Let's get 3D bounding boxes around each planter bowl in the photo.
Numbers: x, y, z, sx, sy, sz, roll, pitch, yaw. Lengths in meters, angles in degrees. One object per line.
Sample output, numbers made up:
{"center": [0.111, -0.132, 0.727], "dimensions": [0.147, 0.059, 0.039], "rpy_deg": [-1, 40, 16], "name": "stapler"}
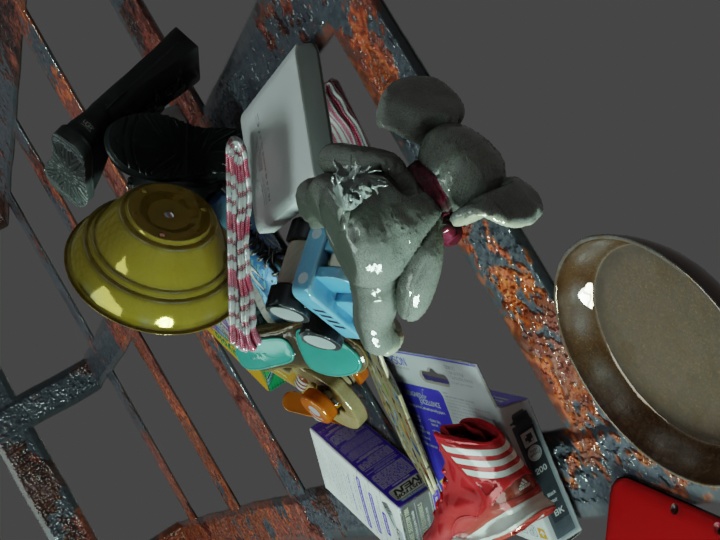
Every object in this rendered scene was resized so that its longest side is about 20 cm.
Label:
{"center": [-0.210, -0.034, 1.224], "dimensions": [0.201, 0.199, 0.084], "rpy_deg": [48, 136, 27], "name": "planter bowl"}

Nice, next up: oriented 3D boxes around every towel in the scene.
{"center": [-0.034, -0.101, 1.155], "dimensions": [0.147, 0.030, 0.200], "rpy_deg": [63, 158, -4], "name": "towel"}
{"center": [-0.117, -0.031, 1.134], "dimensions": [0.146, 0.030, 0.203], "rpy_deg": [-132, 41, -80], "name": "towel"}

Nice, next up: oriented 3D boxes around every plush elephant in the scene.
{"center": [0.047, -0.056, 0.905], "dimensions": [0.166, 0.154, 0.200], "rpy_deg": [63, 167, 18], "name": "plush elephant"}

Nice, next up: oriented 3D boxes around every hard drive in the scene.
{"center": [-0.074, -0.124, 1.130], "dimensions": [0.200, 0.026, 0.133], "rpy_deg": [151, 111, -66], "name": "hard drive"}

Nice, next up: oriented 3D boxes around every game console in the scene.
{"center": [0.295, 0.279, 0.929], "dimensions": [0.172, 0.119, 0.199], "rpy_deg": [36, 170, -30], "name": "game console"}

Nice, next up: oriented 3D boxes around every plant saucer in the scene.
{"center": [0.217, 0.059, 0.812], "dimensions": [0.200, 0.034, 0.201], "rpy_deg": [47, 153, 32], "name": "plant saucer"}

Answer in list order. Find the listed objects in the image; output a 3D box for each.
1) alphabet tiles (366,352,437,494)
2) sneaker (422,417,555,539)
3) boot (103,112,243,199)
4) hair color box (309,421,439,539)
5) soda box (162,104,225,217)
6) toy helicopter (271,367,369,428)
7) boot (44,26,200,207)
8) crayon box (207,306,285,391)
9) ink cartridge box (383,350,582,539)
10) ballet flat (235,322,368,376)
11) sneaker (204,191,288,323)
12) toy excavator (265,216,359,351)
{"center": [0.036, 0.144, 1.256], "dimensions": [0.167, 0.006, 0.201], "rpy_deg": [-127, 14, -60], "name": "alphabet tiles"}
{"center": [0.101, 0.202, 1.086], "dimensions": [0.200, 0.078, 0.116], "rpy_deg": [-42, 71, 53], "name": "sneaker"}
{"center": [-0.223, -0.121, 1.323], "dimensions": [0.162, 0.196, 0.074], "rpy_deg": [-18, 75, 55], "name": "boot"}
{"center": [0.022, 0.267, 1.426], "dimensions": [0.200, 0.064, 0.110], "rpy_deg": [36, 146, 48], "name": "hair color box"}
{"center": [-0.223, -0.109, 1.495], "dimensions": [0.201, 0.063, 0.068], "rpy_deg": [60, 157, 0], "name": "soda box"}
{"center": [-0.070, 0.136, 1.417], "dimensions": [0.199, 0.079, 0.133], "rpy_deg": [27, 155, 32], "name": "toy helicopter"}
{"center": [-0.276, -0.178, 1.347], "dimensions": [0.066, 0.200, 0.165], "rpy_deg": [41, 153, -3], "name": "boot"}
{"center": [-0.165, 0.060, 1.579], "dimensions": [0.200, 0.058, 0.120], "rpy_deg": [38, 148, 42], "name": "crayon box"}
{"center": [0.113, 0.162, 1.136], "dimensions": [0.198, 0.043, 0.202], "rpy_deg": [4, 121, 63], "name": "ink cartridge box"}
{"center": [-0.057, 0.082, 1.322], "dimensions": [0.199, 0.072, 0.068], "rpy_deg": [-7, 112, 41], "name": "ballet flat"}
{"center": [-0.109, -0.018, 1.356], "dimensions": [0.200, 0.079, 0.090], "rpy_deg": [49, 147, -18], "name": "sneaker"}
{"center": [0.000, 0.000, 1.104], "dimensions": [0.198, 0.101, 0.194], "rpy_deg": [1, 153, 35], "name": "toy excavator"}
